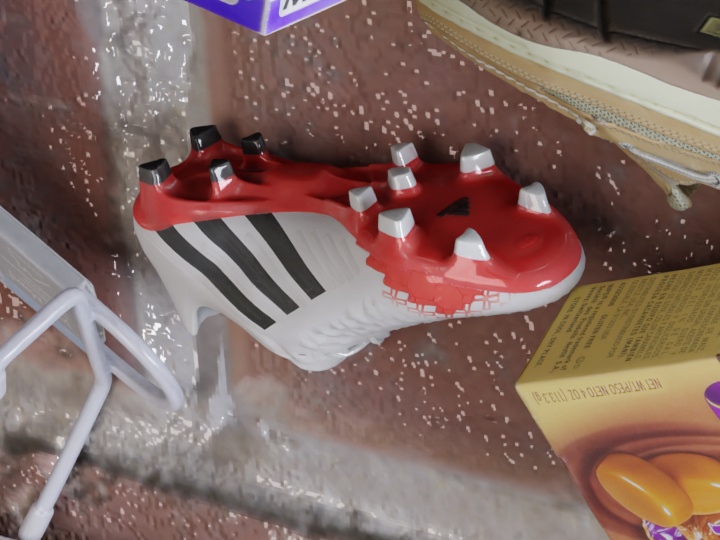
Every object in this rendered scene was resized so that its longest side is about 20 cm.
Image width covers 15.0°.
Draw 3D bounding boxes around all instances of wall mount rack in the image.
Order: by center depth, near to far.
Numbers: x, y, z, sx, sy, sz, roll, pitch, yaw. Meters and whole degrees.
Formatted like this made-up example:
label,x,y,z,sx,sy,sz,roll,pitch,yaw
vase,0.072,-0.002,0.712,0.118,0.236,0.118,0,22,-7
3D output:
label,x,y,z,sx,sy,sz,roll,pitch,yaw
wall mount rack,-0.164,0.022,1.120,0.200,0.075,0.174,40,162,17

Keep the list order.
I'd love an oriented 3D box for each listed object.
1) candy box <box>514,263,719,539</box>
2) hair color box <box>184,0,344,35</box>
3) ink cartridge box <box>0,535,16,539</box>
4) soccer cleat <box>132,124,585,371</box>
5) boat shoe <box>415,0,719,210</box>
label,x,y,z,sx,sy,sz,roll,pitch,yaw
candy box,0.163,0.051,0.874,0.200,0.056,0.117,-9,123,40
hair color box,-0.069,-0.144,0.833,0.200,0.109,0.065,25,124,30
ink cartridge box,-0.143,0.202,1.133,0.200,0.129,0.125,13,127,32
soccer cleat,0.000,0.000,0.990,0.200,0.069,0.085,9,124,37
boat shoe,0.103,-0.053,0.886,0.200,0.072,0.076,24,135,26
